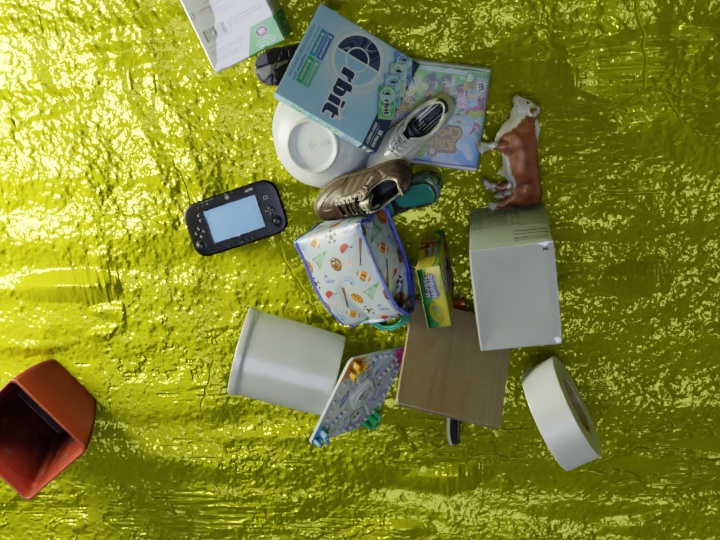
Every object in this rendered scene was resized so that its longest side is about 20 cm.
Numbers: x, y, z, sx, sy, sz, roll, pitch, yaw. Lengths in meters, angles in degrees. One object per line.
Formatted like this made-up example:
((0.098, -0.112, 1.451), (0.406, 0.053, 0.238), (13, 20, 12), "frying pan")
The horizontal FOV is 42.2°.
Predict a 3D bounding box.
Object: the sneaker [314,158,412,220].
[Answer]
((-0.001, -0.130, 1.625), (0.197, 0.076, 0.071), (-25, 121, 23), "sneaker")

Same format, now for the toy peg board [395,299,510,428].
((0.169, 0.185, 1.753), (0.195, 0.204, 0.098), (13, 158, -4), "toy peg board")

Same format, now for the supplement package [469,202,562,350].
((0.273, 0.008, 1.658), (0.143, 0.201, 0.195), (-6, 111, 9), "supplement package")

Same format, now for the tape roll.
((0.378, 0.268, 1.750), (0.070, 0.203, 0.205), (-28, 107, 16), "tape roll")

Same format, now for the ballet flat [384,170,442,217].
((0.066, -0.139, 1.693), (0.197, 0.074, 0.076), (-5, 114, 34), "ballet flat")

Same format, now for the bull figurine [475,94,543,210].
((0.268, -0.202, 1.643), (0.119, 0.065, 0.204), (-11, 112, 4), "bull figurine")

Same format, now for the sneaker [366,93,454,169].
((0.079, -0.233, 1.625), (0.073, 0.071, 0.200), (47, 107, 7), "sneaker")

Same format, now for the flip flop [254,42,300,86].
((-0.089, -0.359, 1.625), (0.195, 0.058, 0.083), (-9, 103, -11), "flip flop")

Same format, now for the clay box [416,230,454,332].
((0.136, 0.019, 1.680), (0.046, 0.201, 0.117), (-10, 112, 11), "clay box")

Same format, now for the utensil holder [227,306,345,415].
((-0.140, 0.178, 1.799), (0.195, 0.171, 0.173), (14, 113, -1), "utensil holder")

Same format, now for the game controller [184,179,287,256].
((-0.237, -0.099, 1.766), (0.196, 0.042, 0.106), (-17, 109, 13), "game controller")

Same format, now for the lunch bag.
((0.000, 0.000, 1.711), (0.168, 0.123, 0.204), (-13, 105, 40), "lunch bag")

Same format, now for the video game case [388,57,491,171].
((0.123, -0.279, 1.658), (0.195, 0.022, 0.186), (8, 113, 4), "video game case")

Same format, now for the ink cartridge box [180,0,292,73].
((-0.225, -0.466, 1.592), (0.143, 0.088, 0.203), (-21, 110, 14), "ink cartridge box")

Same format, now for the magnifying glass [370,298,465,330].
((0.105, 0.074, 1.803), (0.195, 0.022, 0.081), (-5, 111, 8), "magnifying glass")

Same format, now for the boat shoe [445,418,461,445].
((0.200, 0.257, 1.838), (0.066, 0.072, 0.205), (5, 110, 5), "boat shoe")

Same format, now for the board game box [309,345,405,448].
((0.008, 0.243, 1.798), (0.026, 0.198, 0.203), (38, 115, 29), "board game box")

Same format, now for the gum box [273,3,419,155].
((-0.023, -0.322, 1.580), (0.197, 0.045, 0.173), (28, 85, -9), "gum box")

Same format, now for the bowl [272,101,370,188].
((-0.075, -0.231, 1.656), (0.196, 0.091, 0.206), (5, 113, 12), "bowl")

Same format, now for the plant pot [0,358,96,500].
((-0.657, 0.302, 1.909), (0.199, 0.177, 0.200), (-39, 103, 20), "plant pot")
